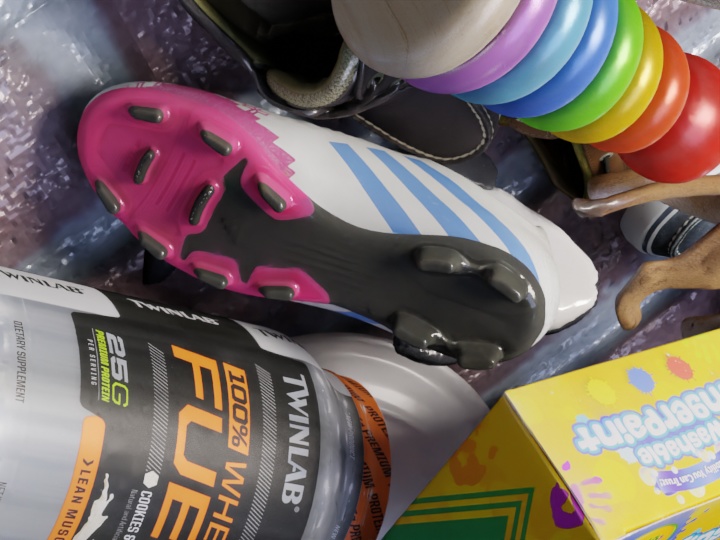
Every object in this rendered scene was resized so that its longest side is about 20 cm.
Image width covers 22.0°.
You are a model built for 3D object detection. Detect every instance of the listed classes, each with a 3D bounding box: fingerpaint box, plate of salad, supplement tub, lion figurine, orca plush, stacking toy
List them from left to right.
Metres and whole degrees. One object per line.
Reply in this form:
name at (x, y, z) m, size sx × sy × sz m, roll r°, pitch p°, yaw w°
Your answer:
supplement tub at (-0.093, 0.072, 0.737) m, size 0.199 × 0.123 × 0.123 m, roll 14°, pitch 111°, yaw -36°
plate of salad at (-0.020, 0.125, 0.874) m, size 0.199 × 0.048 × 0.201 m, roll -3°, pitch 102°, yaw -15°
orca plush at (0.000, 0.000, 0.804) m, size 0.199 × 0.106 × 0.071 m, roll -3°, pitch 161°, yaw -23°
stacking toy at (0.080, -0.085, 0.711) m, size 0.200 × 0.085 × 0.086 m, roll 23°, pitch 105°, yaw -47°
fingerpaint box at (0.103, 0.104, 0.774) m, size 0.199 × 0.074 × 0.167 m, roll -13°, pitch 149°, yaw -41°
lion figurine at (0.187, 0.007, 0.831) m, size 0.122 × 0.073 × 0.200 m, roll -15°, pitch 145°, yaw 28°

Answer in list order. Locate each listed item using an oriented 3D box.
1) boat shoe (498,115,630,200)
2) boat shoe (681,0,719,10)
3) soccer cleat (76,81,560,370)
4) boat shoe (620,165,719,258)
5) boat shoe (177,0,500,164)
boat shoe at (0.080, -0.088, 0.798) m, size 0.068 × 0.072 × 0.200 m, roll -48°, pitch 135°, yaw 1°
boat shoe at (0.073, -0.166, 0.687) m, size 0.199 × 0.074 × 0.067 m, roll 25°, pitch 85°, yaw -11°
soccer cleat at (-0.015, -0.023, 0.736) m, size 0.199 × 0.086 × 0.070 m, roll 25°, pitch 117°, yaw 0°
boat shoe at (0.219, -0.013, 0.914) m, size 0.199 × 0.091 × 0.071 m, roll -5°, pitch 142°, yaw -42°
boat shoe at (-0.016, -0.089, 0.718) m, size 0.073 × 0.065 × 0.200 m, roll -24°, pitch 138°, yaw 35°
